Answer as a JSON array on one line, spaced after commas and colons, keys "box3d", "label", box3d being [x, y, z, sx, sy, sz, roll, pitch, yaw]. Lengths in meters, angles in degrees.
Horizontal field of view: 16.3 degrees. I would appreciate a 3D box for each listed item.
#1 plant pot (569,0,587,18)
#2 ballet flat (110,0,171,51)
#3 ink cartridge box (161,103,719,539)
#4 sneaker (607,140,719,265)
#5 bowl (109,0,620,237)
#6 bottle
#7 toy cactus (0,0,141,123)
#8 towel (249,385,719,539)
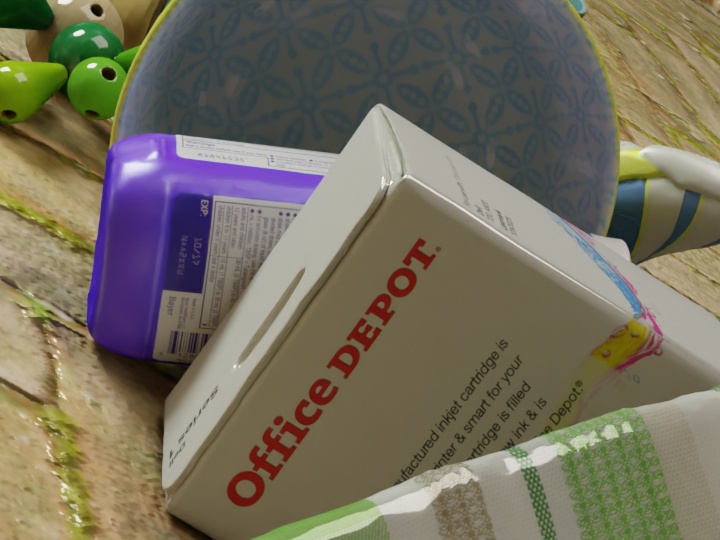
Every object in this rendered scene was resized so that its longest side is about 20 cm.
[{"box3d": [0.009, -0.153, 1.421, 0.199, 0.135, 0.200, 34, 16, -11], "label": "plant pot"}, {"box3d": [-0.116, -0.144, 1.276, 0.063, 0.069, 0.200, 27, 7, -3], "label": "ballet flat"}, {"box3d": [0.048, 0.058, 0.885, 0.199, 0.145, 0.084, 31, 16, -17], "label": "ink cartridge box"}, {"box3d": [0.072, 0.004, 1.076, 0.199, 0.106, 0.076, -1, -18, 32], "label": "sneaker"}, {"box3d": [-0.004, -0.053, 1.015, 0.199, 0.201, 0.108, 33, 9, -14], "label": "bowl"}, {"box3d": [0.000, 0.000, 0.938, 0.198, 0.084, 0.065, 6, 27, -8], "label": "bottle"}, {"box3d": [-0.123, -0.107, 1.117, 0.199, 0.103, 0.165, 23, 9, -16], "label": "toy cactus"}, {"box3d": [0.063, 0.121, 0.708, 0.199, 0.031, 0.150, -13, 83, -38], "label": "towel"}]
